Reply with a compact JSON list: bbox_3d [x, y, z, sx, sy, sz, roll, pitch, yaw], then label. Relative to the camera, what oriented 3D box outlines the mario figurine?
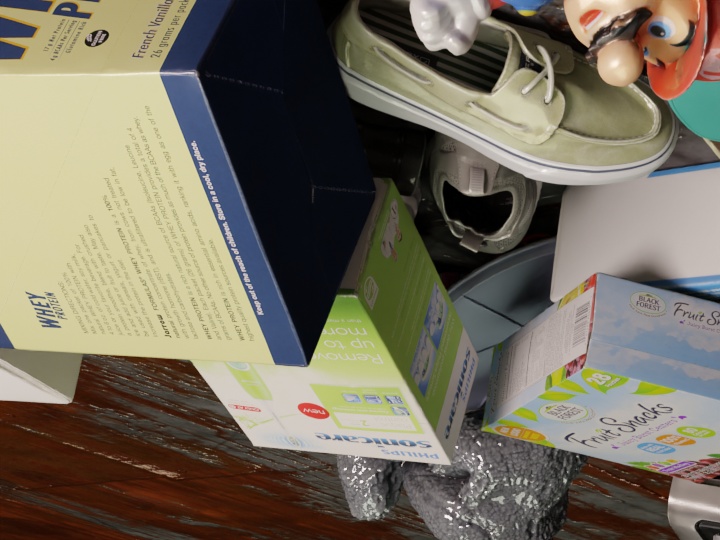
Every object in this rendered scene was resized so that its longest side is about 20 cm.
[{"bbox_3d":[0.084,-0.127,0.752,0.199,0.106,0.124,21,-166,-10],"label":"mario figurine"}]

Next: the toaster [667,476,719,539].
[{"bbox_3d":[0.349,0.139,1.301,0.180,0.201,0.119,7,160,31],"label":"toaster"}]

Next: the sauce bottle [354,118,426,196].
[{"bbox_3d":[-0.061,-0.083,1.024,0.199,0.065,0.065,13,161,-5],"label":"sauce bottle"}]

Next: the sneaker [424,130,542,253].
[{"bbox_3d":[0.068,-0.046,1.039,0.074,0.082,0.200,6,161,11],"label":"sneaker"}]

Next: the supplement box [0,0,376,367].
[{"bbox_3d":[-0.122,-0.068,0.890,0.199,0.135,0.201,2,135,22],"label":"supplement box"}]

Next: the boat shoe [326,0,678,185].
[{"bbox_3d":[0.077,-0.097,0.906,0.199,0.072,0.062,14,163,-5],"label":"boat shoe"}]

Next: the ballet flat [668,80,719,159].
[{"bbox_3d":[0.209,-0.084,0.893,0.069,0.070,0.200,-1,153,29],"label":"ballet flat"}]

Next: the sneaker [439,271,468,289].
[{"bbox_3d":[0.086,0.062,1.346,0.088,0.082,0.200,-11,152,42],"label":"sneaker"}]

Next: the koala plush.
[{"bbox_3d":[0.103,0.206,1.295,0.177,0.201,0.184,-6,174,-33],"label":"koala plush"}]

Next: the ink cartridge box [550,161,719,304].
[{"bbox_3d":[0.241,0.009,1.112,0.144,0.085,0.200,-7,156,41],"label":"ink cartridge box"}]

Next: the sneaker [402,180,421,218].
[{"bbox_3d":[0.000,0.000,1.172,0.074,0.082,0.200,10,157,6],"label":"sneaker"}]

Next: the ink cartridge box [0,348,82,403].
[{"bbox_3d":[-0.252,-0.035,1.045,0.146,0.201,0.146,1,160,25],"label":"ink cartridge box"}]

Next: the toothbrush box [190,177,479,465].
[{"bbox_3d":[-0.027,0.032,1.051,0.145,0.086,0.200,3,149,23],"label":"toothbrush box"}]

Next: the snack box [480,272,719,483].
[{"bbox_3d":[0.187,0.074,1.090,0.168,0.068,0.200,14,160,-11],"label":"snack box"}]

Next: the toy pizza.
[{"bbox_3d":[0.117,0.032,1.222,0.199,0.032,0.201,-16,147,-11],"label":"toy pizza"}]
